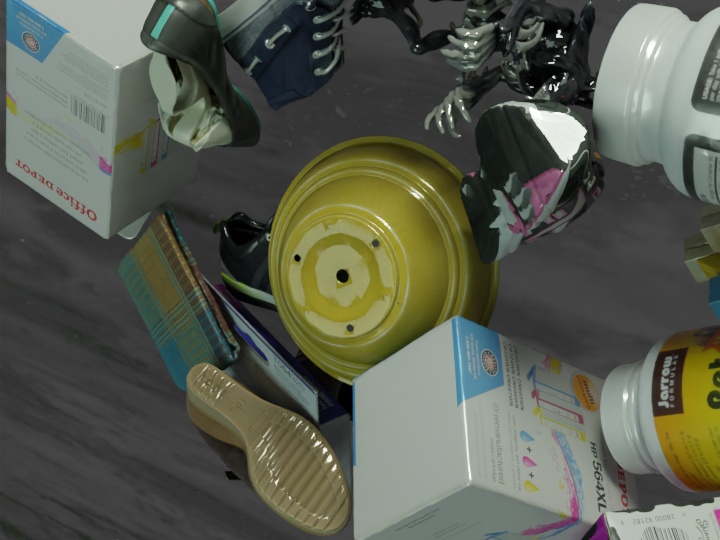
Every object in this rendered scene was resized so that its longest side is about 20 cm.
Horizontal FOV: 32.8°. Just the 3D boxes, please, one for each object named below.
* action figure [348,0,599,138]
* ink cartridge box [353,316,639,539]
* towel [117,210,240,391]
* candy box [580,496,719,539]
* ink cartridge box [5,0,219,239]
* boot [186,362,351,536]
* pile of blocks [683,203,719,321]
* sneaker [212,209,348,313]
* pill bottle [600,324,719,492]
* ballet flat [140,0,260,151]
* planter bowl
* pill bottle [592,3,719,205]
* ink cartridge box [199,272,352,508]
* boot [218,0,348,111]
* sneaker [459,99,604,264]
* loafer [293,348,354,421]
[{"bbox_3d":[0.078,-0.144,0.808,0.198,0.102,0.120,32,151,14],"label":"action figure"},{"bbox_3d":[0.108,0.143,0.903,0.198,0.130,0.125,22,140,-32],"label":"ink cartridge box"},{"bbox_3d":[-0.169,0.034,1.133,0.148,0.021,0.200,62,155,2],"label":"towel"},{"bbox_3d":[0.239,0.204,0.829,0.137,0.196,0.062,106,154,-56],"label":"candy box"},{"bbox_3d":[-0.216,-0.140,1.048,0.128,0.125,0.202,33,134,19],"label":"ink cartridge box"},{"bbox_3d":[-0.073,0.172,1.073,0.200,0.072,0.167,42,163,24],"label":"boot"},{"bbox_3d":[0.253,0.006,0.734,0.062,0.082,0.199,48,168,-30],"label":"pile of blocks"},{"bbox_3d":[-0.056,-0.010,1.040,0.198,0.072,0.084,7,121,37],"label":"sneaker"},{"bbox_3d":[0.260,0.088,0.806,0.198,0.109,0.110,-16,107,45],"label":"pill bottle"},{"bbox_3d":[-0.132,-0.141,0.958,0.067,0.069,0.201,26,160,22],"label":"ballet flat"},{"bbox_3d":[0.000,0.000,0.931,0.197,0.083,0.204,3,97,23],"label":"planter bowl"},{"bbox_3d":[0.242,-0.087,0.700,0.198,0.116,0.118,20,129,30],"label":"pill bottle"},{"bbox_3d":[-0.080,0.106,1.109,0.196,0.043,0.202,42,148,33],"label":"ink cartridge box"},{"bbox_3d":[-0.030,-0.191,0.906,0.091,0.073,0.199,53,146,-12],"label":"boot"},{"bbox_3d":[0.123,-0.068,0.803,0.200,0.085,0.082,122,127,-80],"label":"sneaker"},{"bbox_3d":[0.003,0.101,1.070,0.198,0.063,0.073,1,119,40],"label":"loafer"}]
